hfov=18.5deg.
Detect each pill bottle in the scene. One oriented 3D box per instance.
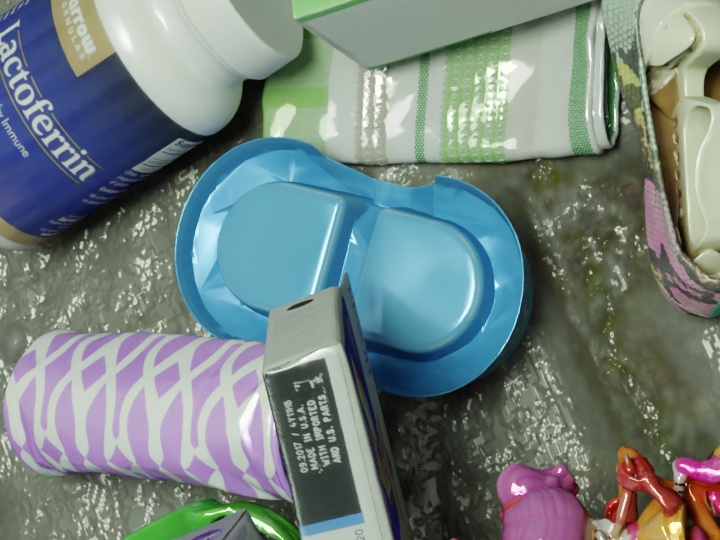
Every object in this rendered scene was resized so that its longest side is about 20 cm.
[{"bbox_3d":[-0.135,-0.105,1.181,0.199,0.115,0.117,-31,71,21],"label":"pill bottle"}]

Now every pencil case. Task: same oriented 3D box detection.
[{"bbox_3d":[-0.093,0.077,1.139,0.199,0.086,0.084,3,43,38],"label":"pencil case"}]

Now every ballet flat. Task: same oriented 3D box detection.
[{"bbox_3d":[0.163,-0.079,1.075,0.068,0.071,0.202,-4,79,-11],"label":"ballet flat"}]

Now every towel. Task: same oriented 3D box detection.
[{"bbox_3d":[0.039,-0.131,1.163,0.198,0.031,0.151,-1,80,24],"label":"towel"}]

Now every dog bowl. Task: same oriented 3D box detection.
[{"bbox_3d":[0.000,0.000,1.149,0.198,0.050,0.113,15,88,24],"label":"dog bowl"}]

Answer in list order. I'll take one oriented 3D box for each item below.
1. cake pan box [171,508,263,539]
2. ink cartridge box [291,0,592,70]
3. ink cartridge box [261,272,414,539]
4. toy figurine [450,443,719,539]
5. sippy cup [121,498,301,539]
[{"bbox_3d":[-0.093,0.229,1.029,0.199,0.052,0.185,-23,99,18],"label":"cake pan box"},{"bbox_3d":[0.036,-0.223,1.119,0.144,0.087,0.202,-15,68,27],"label":"ink cartridge box"},{"bbox_3d":[-0.001,0.114,1.017,0.043,0.200,0.200,-14,98,3],"label":"ink cartridge box"},{"bbox_3d":[0.121,0.138,0.992,0.182,0.151,0.202,7,61,-2],"label":"toy figurine"},{"bbox_3d":[-0.096,0.206,1.121,0.131,0.139,0.178,56,142,10],"label":"sippy cup"}]
